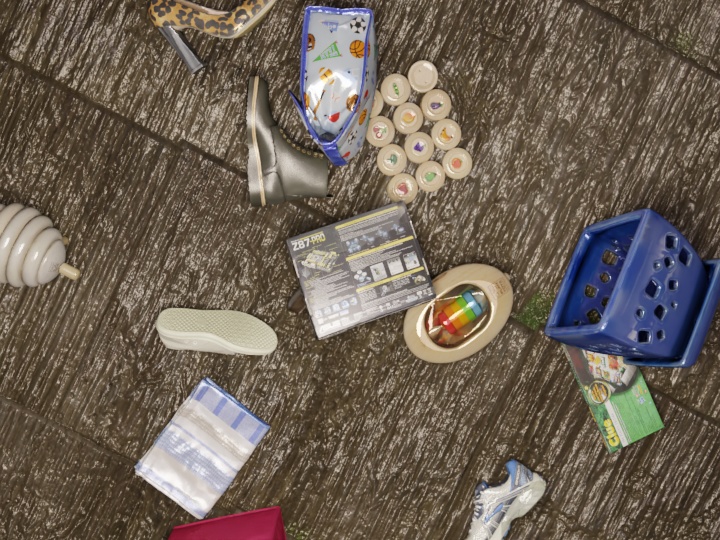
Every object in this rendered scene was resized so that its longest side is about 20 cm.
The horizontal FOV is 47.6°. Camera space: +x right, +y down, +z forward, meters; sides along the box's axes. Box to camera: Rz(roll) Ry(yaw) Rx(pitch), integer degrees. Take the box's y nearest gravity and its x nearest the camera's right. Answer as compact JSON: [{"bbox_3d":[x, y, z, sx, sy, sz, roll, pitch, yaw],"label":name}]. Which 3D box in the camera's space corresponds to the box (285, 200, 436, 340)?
[{"bbox_3d":[0.000,0.000,1.258,0.197,0.049,0.164,-19,85,-7],"label":"box"}]

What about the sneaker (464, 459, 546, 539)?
[{"bbox_3d":[0.214,0.397,1.354,0.085,0.077,0.200,43,85,6],"label":"sneaker"}]

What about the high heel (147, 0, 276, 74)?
[{"bbox_3d":[-0.234,-0.424,1.276,0.198,0.072,0.144,-35,100,10],"label":"high heel"}]

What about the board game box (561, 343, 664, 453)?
[{"bbox_3d":[0.420,0.191,1.360,0.103,0.023,0.203,-24,94,-2],"label":"board game box"}]

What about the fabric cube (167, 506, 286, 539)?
[{"bbox_3d":[-0.207,0.518,1.283,0.192,0.199,0.204,-12,94,-1],"label":"fabric cube"}]

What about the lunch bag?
[{"bbox_3d":[-0.037,-0.271,1.234,0.121,0.170,0.204,4,88,6],"label":"lunch bag"}]

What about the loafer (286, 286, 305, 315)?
[{"bbox_3d":[-0.028,0.021,1.313,0.198,0.073,0.072,-32,92,1],"label":"loafer"}]

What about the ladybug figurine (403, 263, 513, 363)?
[{"bbox_3d":[0.158,0.066,1.321,0.198,0.072,0.137,-32,93,2],"label":"ladybug figurine"}]

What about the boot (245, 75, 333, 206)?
[{"bbox_3d":[-0.115,-0.208,1.303,0.135,0.078,0.204,-3,106,-6],"label":"boot"}]

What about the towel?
[{"bbox_3d":[-0.263,0.297,1.354,0.146,0.024,0.201,38,92,-4],"label":"towel"}]

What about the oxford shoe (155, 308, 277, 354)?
[{"bbox_3d":[-0.233,0.106,1.327,0.196,0.076,0.058,8,136,-10],"label":"oxford shoe"}]

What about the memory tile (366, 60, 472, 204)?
[{"bbox_3d":[0.086,-0.224,1.327,0.151,0.017,0.203,-23,94,0],"label":"memory tile"}]

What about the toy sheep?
[{"bbox_3d":[-0.527,-0.037,1.270,0.197,0.138,0.140,21,93,-3],"label":"toy sheep"}]

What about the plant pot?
[{"bbox_3d":[0.428,0.043,1.256,0.177,0.200,0.203,25,80,-9],"label":"plant pot"}]
